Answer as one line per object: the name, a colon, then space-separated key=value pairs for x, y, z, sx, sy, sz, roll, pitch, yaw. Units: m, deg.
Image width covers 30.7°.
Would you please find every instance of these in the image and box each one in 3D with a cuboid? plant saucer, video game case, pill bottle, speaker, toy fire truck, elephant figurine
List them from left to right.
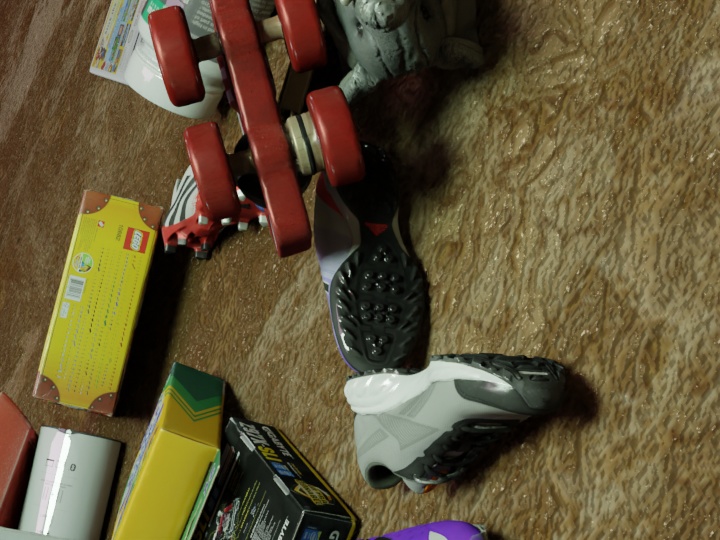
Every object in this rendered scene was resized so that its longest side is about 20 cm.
plant saucer: x=-0.346 y=0.250 z=1.291 sx=0.200 sy=0.036 sz=0.201 roll=87 pitch=-166 yaw=-60
speaker: x=-0.291 y=0.255 z=1.263 sx=0.081 sy=0.081 sz=0.201 roll=-6 pitch=70 yaw=58
video game case: x=-0.260 y=-0.321 z=1.567 sx=0.182 sy=0.023 sz=0.201 roll=26 pitch=98 yaw=60
pill bottle: x=-0.142 y=-0.253 z=1.245 sx=0.201 sy=0.113 sz=0.113 roll=-62 pitch=32 yaw=18
toy fire truck: x=-0.070 y=-0.107 z=0.927 sx=0.168 sy=0.112 sz=0.201 roll=97 pitch=156 yaw=-83
elephant figurine: x=0.020 y=-0.177 z=0.901 sx=0.141 sy=0.155 sz=0.201 roll=-41 pitch=42 yaw=38

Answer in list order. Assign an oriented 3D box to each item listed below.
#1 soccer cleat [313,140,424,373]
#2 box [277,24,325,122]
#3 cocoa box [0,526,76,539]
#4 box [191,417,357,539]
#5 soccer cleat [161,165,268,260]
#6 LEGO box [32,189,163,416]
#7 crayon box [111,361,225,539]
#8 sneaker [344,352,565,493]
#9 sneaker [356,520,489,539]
soccer cleat: x=0.000 y=0.000 z=0.940 sx=0.073 sy=0.068 sz=0.201 roll=116 pitch=153 yaw=-48
box: x=-0.031 y=-0.219 z=1.074 sx=0.163 sy=0.021 sz=0.201 roll=-148 pitch=75 yaw=-86
cocoa box: x=-0.279 y=0.305 z=1.097 sx=0.131 sy=0.199 sz=0.134 roll=-40 pitch=44 yaw=44
box: x=-0.087 y=0.233 z=0.969 sx=0.160 sy=0.049 sz=0.201 roll=36 pitch=106 yaw=61
soccer cleat: x=-0.124 y=-0.073 z=1.171 sx=0.200 sy=0.068 sz=0.086 roll=-28 pitch=56 yaw=56
LEGO box: x=-0.252 y=0.036 z=1.270 sx=0.149 sy=0.077 sz=0.201 roll=151 pitch=133 yaw=-78
crayon box: x=-0.153 y=0.164 z=1.043 sx=0.200 sy=0.051 sz=0.126 roll=-112 pitch=44 yaw=-76
sneaker: x=0.057 y=0.092 z=0.791 sx=0.200 sy=0.074 sz=0.080 roll=-25 pitch=64 yaw=60
sneaker: x=-0.006 y=0.197 z=0.799 sx=0.200 sy=0.099 sz=0.070 roll=-34 pitch=49 yaw=48
